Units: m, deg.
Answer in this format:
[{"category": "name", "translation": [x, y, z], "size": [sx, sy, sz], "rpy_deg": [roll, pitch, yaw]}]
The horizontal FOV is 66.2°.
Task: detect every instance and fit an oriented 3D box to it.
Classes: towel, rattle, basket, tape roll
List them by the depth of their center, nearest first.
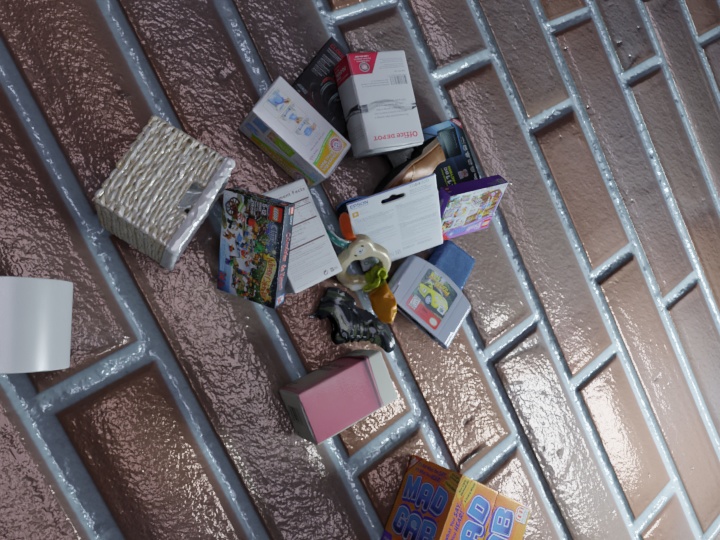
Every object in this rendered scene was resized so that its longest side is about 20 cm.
[{"category": "tape roll", "translation": [-0.560, 0.086, 0.858], "size": [0.200, 0.202, 0.142], "rpy_deg": [3, 83, -25]}, {"category": "basket", "translation": [-0.350, -0.132, 0.990], "size": [0.160, 0.200, 0.200], "rpy_deg": [32, 72, -13]}, {"category": "rattle", "translation": [0.000, 0.000, 1.130], "size": [0.128, 0.201, 0.144], "rpy_deg": [-5, 53, 11]}, {"category": "towel", "translation": [0.187, 0.031, 1.312], "size": [0.111, 0.048, 0.201], "rpy_deg": [37, 71, -14]}]

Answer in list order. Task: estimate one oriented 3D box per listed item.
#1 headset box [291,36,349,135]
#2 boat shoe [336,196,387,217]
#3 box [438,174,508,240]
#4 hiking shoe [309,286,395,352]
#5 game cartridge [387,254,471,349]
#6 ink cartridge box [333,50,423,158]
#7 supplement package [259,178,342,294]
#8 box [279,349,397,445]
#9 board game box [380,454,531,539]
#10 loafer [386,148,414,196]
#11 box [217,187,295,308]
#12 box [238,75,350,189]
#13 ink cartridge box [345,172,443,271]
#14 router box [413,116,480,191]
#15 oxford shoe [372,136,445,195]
[{"category": "headset box", "translation": [-0.064, -0.397, 1.219], "size": [0.148, 0.075, 0.201], "rpy_deg": [40, 69, -17]}, {"category": "boat shoe", "translation": [0.045, -0.119, 1.234], "size": [0.197, 0.084, 0.070], "rpy_deg": [0, 61, -24]}, {"category": "box", "translation": [0.248, -0.146, 1.305], "size": [0.198, 0.138, 0.039], "rpy_deg": [-16, 50, -34]}, {"category": "hiking shoe", "translation": [-0.016, 0.128, 1.199], "size": [0.199, 0.076, 0.101], "rpy_deg": [39, 78, -7]}, {"category": "game cartridge", "translation": [0.156, 0.064, 1.251], "size": [0.199, 0.041, 0.134], "rpy_deg": [40, 67, -12]}, {"category": "ink cartridge box", "translation": [0.039, -0.352, 1.178], "size": [0.144, 0.083, 0.203], "rpy_deg": [-14, 93, -27]}, {"category": "supplement package", "translation": [-0.141, -0.064, 1.124], "size": [0.116, 0.117, 0.202], "rpy_deg": [-25, 95, -23]}, {"category": "box", "translation": [-0.046, 0.252, 1.131], "size": [0.198, 0.127, 0.110], "rpy_deg": [-24, 94, -27]}, {"category": "board game box", "translation": [0.200, 0.546, 1.180], "size": [0.198, 0.199, 0.202], "rpy_deg": [30, 73, -19]}, {"category": "loafer", "translation": [0.103, -0.263, 1.282], "size": [0.203, 0.069, 0.070], "rpy_deg": [70, 21, -9]}, {"category": "box", "translation": [-0.201, -0.043, 1.046], "size": [0.038, 0.135, 0.203], "rpy_deg": [-32, 135, -61]}, {"category": "box", "translation": [-0.137, -0.279, 1.151], "size": [0.200, 0.112, 0.102], "rpy_deg": [41, 68, -17]}, {"category": "ink cartridge box", "translation": [0.074, -0.107, 1.178], "size": [0.194, 0.044, 0.202], "rpy_deg": [-19, 134, -4]}, {"category": "router box", "translation": [0.200, -0.254, 1.340], "size": [0.148, 0.062, 0.203], "rpy_deg": [-24, 95, -25]}, {"category": "oxford shoe", "translation": [0.113, -0.209, 1.217], "size": [0.199, 0.071, 0.072], "rpy_deg": [-40, 109, -11]}]
